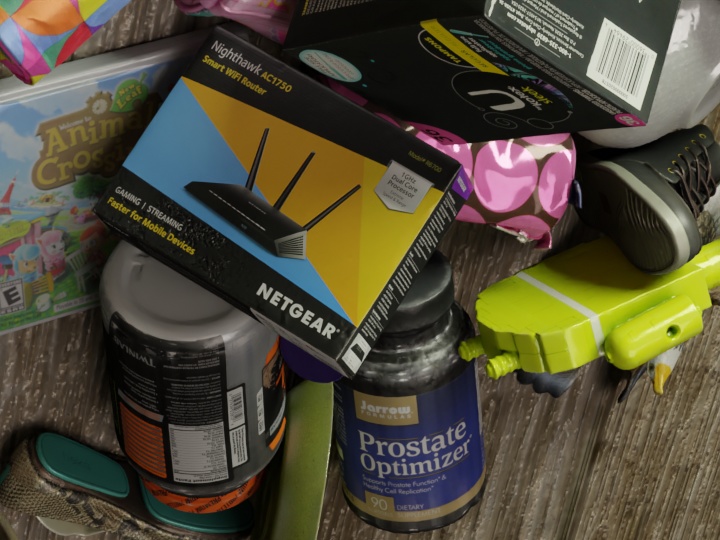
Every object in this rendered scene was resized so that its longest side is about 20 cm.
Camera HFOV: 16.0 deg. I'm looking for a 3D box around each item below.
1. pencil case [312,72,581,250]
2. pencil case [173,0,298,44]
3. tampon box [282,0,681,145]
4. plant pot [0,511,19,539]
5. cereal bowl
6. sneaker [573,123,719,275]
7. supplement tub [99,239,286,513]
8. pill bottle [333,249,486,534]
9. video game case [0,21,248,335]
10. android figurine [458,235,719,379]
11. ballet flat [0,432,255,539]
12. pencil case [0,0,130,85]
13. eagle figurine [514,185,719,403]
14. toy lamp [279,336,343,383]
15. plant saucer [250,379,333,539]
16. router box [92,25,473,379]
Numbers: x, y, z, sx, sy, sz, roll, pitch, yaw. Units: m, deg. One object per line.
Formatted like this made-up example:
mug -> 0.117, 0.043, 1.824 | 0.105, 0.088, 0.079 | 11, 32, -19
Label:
pencil case -> 0.051, -0.075, 1.775 | 0.198, 0.091, 0.095 | 10, 92, -18
pencil case -> -0.027, -0.182, 1.690 | 0.199, 0.087, 0.088 | 17, 108, -38
tampon box -> 0.079, -0.169, 1.595 | 0.149, 0.199, 0.127 | 28, 71, -33
plant pot -> -0.320, 0.262, 1.732 | 0.199, 0.201, 0.174 | -20, 145, -21
cereal bowl -> 0.228, -0.161, 1.803 | 0.200, 0.083, 0.200 | -46, 168, -12
sneaker -> 0.223, -0.061, 1.823 | 0.105, 0.200, 0.075 | -19, 110, -9
supplement tub -> -0.112, 0.068, 1.749 | 0.122, 0.123, 0.201 | -23, 143, -19
pill bottle -> 0.032, 0.084, 1.877 | 0.111, 0.112, 0.201 | -22, 128, -20
video game case -> -0.164, -0.061, 1.720 | 0.199, 0.022, 0.183 | -16, 125, -24
android figurine -> 0.164, 0.023, 1.815 | 0.199, 0.182, 0.041 | -25, 113, -17
ballet flat -> -0.173, 0.168, 1.839 | 0.199, 0.068, 0.075 | 19, 129, -33
pencil case -> -0.165, -0.205, 1.588 | 0.200, 0.088, 0.089 | -40, 132, -7
eagle figurine -> 0.223, 0.030, 1.960 | 0.151, 0.199, 0.152 | -46, 108, -36
toy lamp -> 0.000, 0.000, 1.771 | 0.200, 0.058, 0.059 | -58, 151, -50
plant saucer -> -0.054, 0.168, 1.837 | 0.031, 0.200, 0.201 | 11, 115, -7
router box -> -0.050, -0.045, 1.641 | 0.150, 0.199, 0.051 | -57, 159, -8
